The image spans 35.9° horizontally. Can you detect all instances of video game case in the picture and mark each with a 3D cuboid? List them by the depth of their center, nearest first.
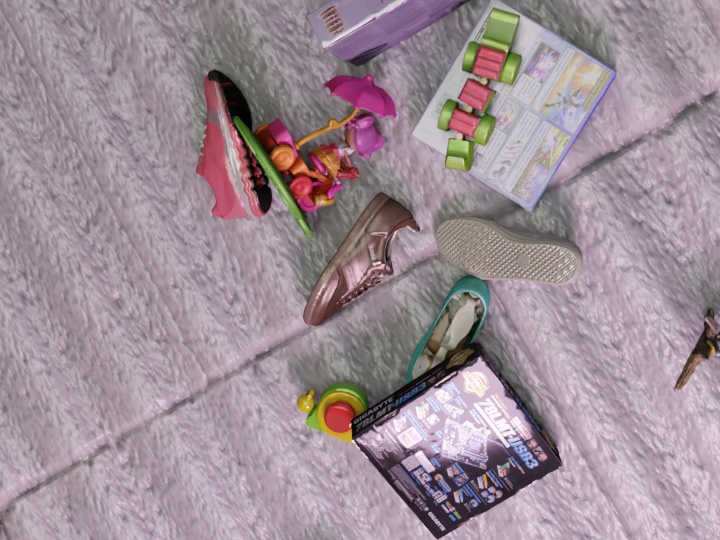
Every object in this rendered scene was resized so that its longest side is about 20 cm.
[{"bbox_3d":[0.191,-0.207,1.388,0.181,0.045,0.201,33,102,9],"label":"video game case"}]

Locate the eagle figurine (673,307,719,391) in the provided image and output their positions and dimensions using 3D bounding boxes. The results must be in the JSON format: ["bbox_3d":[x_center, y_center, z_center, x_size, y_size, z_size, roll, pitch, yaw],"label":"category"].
[{"bbox_3d":[0.495,0.117,1.320,0.199,0.151,0.153,23,90,20],"label":"eagle figurine"}]

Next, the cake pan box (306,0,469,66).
[{"bbox_3d":[0.049,-0.321,1.336,0.199,0.184,0.053,-28,89,14],"label":"cake pan box"}]

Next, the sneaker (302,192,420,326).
[{"bbox_3d":[0.000,0.000,1.438,0.075,0.070,0.201,34,102,6],"label":"sneaker"}]

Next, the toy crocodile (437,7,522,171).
[{"bbox_3d":[0.143,-0.217,1.343,0.067,0.062,0.201,23,100,10],"label":"toy crocodile"}]

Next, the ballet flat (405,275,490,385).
[{"bbox_3d":[0.107,0.099,1.425,0.067,0.070,0.201,25,101,5],"label":"ballet flat"}]

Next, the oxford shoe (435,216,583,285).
[{"bbox_3d":[0.189,-0.024,1.406,0.199,0.058,0.076,13,105,26],"label":"oxford shoe"}]

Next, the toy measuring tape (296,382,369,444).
[{"bbox_3d":[0.013,0.195,1.460,0.199,0.074,0.074,19,99,3],"label":"toy measuring tape"}]

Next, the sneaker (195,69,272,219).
[{"bbox_3d":[-0.185,-0.161,1.461,0.086,0.074,0.202,-15,91,17],"label":"sneaker"}]

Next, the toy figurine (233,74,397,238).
[{"bbox_3d":[-0.034,-0.159,1.405,0.183,0.200,0.150,-33,45,-3],"label":"toy figurine"}]

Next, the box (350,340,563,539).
[{"bbox_3d":[0.122,0.219,1.412,0.198,0.050,0.200,-35,111,12],"label":"box"}]
